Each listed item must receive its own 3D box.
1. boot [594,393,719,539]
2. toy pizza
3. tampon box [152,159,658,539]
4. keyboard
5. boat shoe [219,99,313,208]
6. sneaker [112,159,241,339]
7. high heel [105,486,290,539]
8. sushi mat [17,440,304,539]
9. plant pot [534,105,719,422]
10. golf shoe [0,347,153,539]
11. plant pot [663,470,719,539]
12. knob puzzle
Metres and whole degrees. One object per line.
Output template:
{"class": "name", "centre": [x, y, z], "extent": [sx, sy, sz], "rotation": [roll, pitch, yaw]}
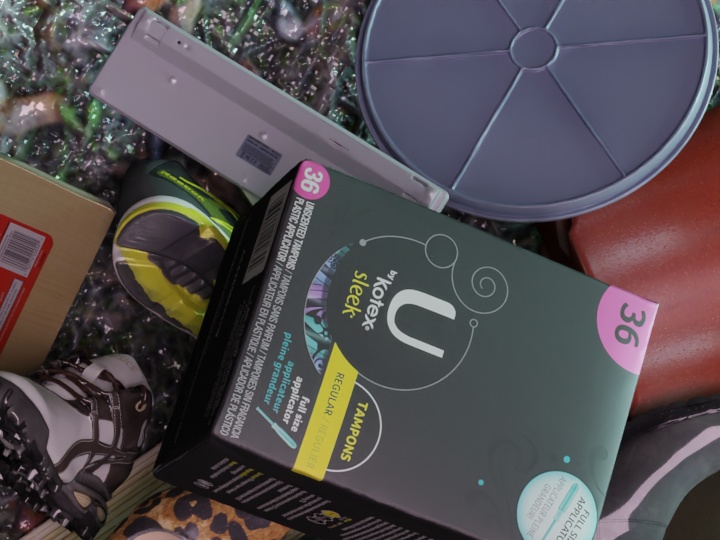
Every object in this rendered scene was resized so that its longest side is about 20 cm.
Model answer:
{"class": "boot", "centre": [0.149, 0.155, 1.422], "extent": [0.199, 0.070, 0.132], "rotation": [-24, 67, 4]}
{"class": "toy pizza", "centre": [0.096, -0.114, 1.461], "extent": [0.199, 0.032, 0.201], "rotation": [-4, 65, 9]}
{"class": "tampon box", "centre": [0.022, 0.060, 1.337], "extent": [0.199, 0.126, 0.151], "rotation": [21, 72, -12]}
{"class": "keyboard", "centre": [-0.050, -0.068, 1.432], "extent": [0.199, 0.011, 0.056], "rotation": [32, 92, 9]}
{"class": "boat shoe", "centre": [0.000, 0.000, 1.479], "extent": [0.060, 0.072, 0.202], "rotation": [-36, 105, -4]}
{"class": "sneaker", "centre": [-0.066, 0.011, 1.460], "extent": [0.074, 0.085, 0.200], "rotation": [-26, 130, 12]}
{"class": "high heel", "centre": [-0.125, 0.182, 1.370], "extent": [0.199, 0.143, 0.072], "rotation": [-24, 107, 22]}
{"class": "sushi mat", "centre": [-0.125, 0.160, 1.499], "extent": [0.200, 0.012, 0.096], "rotation": [-34, 106, -9]}
{"class": "plant pot", "centre": [0.209, -0.008, 1.489], "extent": [0.194, 0.201, 0.202], "rotation": [-18, 104, -5]}
{"class": "golf shoe", "centre": [-0.159, 0.072, 1.394], "extent": [0.078, 0.200, 0.095], "rotation": [34, 79, 13]}
{"class": "plant pot", "centre": [0.261, 0.179, 1.534], "extent": [0.199, 0.200, 0.178], "rotation": [-10, 93, -15]}
{"class": "knob puzzle", "centre": [-0.256, 0.001, 1.416], "extent": [0.218, 0.030, 0.221], "rotation": [-2, 112, -5]}
